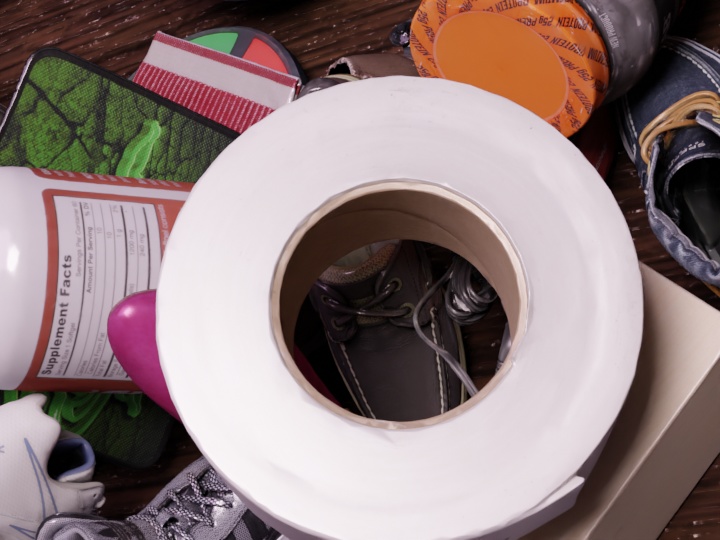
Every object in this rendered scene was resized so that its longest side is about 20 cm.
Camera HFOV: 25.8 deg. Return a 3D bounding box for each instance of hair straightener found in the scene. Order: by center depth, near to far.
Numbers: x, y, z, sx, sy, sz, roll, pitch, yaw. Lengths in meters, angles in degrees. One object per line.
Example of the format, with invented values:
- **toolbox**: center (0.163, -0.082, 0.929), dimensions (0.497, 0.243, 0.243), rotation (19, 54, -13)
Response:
- **hair straightener**: center (0.073, -0.012, 0.776), dimensions (0.077, 0.041, 0.200), rotation (-6, 44, 29)

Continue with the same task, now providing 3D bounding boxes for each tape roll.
- **tape roll**: center (0.017, 0.023, 0.667), dimensions (0.202, 0.071, 0.203), rotation (-1, 72, 2)

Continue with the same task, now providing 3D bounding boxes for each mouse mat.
- **mouse mat**: center (-0.144, -0.002, 0.861), dimensions (0.008, 0.161, 0.201), rotation (22, 89, 61)

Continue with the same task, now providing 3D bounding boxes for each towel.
- **towel**: center (-0.118, -0.038, 0.950), dimensions (0.144, 0.023, 0.201), rotation (24, 88, 39)

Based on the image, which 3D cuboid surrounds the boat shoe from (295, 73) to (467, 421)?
- **boat shoe**: center (0.001, -0.001, 0.793), dimensions (0.072, 0.066, 0.202), rotation (-14, 91, 16)

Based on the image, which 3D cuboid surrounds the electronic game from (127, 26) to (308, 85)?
- **electronic game**: center (-0.113, -0.066, 0.997), dimensions (0.200, 0.042, 0.201), rotation (-19, 55, 30)

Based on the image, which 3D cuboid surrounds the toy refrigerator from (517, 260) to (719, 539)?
- **toy refrigerator**: center (0.097, 0.098, 0.720), dimensions (0.076, 0.070, 0.200), rotation (35, 90, 37)

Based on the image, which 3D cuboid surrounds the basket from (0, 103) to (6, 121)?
- **basket**: center (-0.327, -0.044, 1.098), dimensions (0.180, 0.136, 0.200), rotation (29, 89, 48)

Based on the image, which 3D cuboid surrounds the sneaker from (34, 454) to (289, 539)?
- **sneaker**: center (-0.095, 0.134, 0.815), dimensions (0.075, 0.114, 0.200), rotation (32, 88, 37)

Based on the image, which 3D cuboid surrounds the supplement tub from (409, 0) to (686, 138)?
- **supplement tub**: center (0.109, -0.164, 0.783), dimensions (0.122, 0.123, 0.200), rotation (2, 48, 39)

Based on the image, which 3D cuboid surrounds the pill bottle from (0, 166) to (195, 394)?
- **pill bottle**: center (-0.141, 0.006, 0.797), dimensions (0.112, 0.199, 0.113), rotation (-16, 72, 62)

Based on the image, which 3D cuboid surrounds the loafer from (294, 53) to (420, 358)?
- **loafer**: center (-0.030, -0.037, 0.873), dimensions (0.073, 0.071, 0.200), rotation (41, 108, 51)

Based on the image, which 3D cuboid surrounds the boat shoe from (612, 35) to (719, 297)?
- **boat shoe**: center (0.160, -0.057, 0.740), dimensions (0.071, 0.091, 0.201), rotation (-36, 48, 17)

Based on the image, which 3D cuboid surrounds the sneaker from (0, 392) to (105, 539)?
- **sneaker**: center (-0.171, 0.134, 0.840), dimensions (0.087, 0.200, 0.075), rotation (-29, 62, -9)

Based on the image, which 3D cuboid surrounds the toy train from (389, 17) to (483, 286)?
- **toy train**: center (0.058, -0.071, 0.872), dimensions (0.046, 0.034, 0.200), rotation (-23, 52, 13)

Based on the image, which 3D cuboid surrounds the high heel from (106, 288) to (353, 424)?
- **high heel**: center (-0.039, 0.083, 0.744), dimensions (0.067, 0.200, 0.096), rotation (-38, 41, 8)
